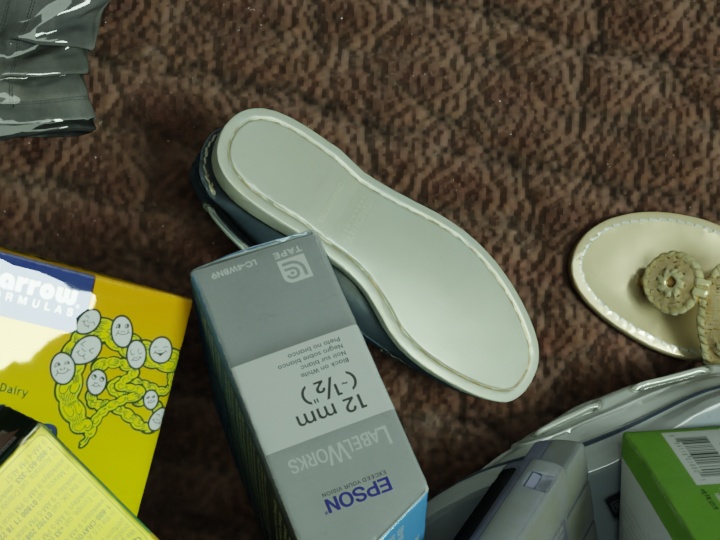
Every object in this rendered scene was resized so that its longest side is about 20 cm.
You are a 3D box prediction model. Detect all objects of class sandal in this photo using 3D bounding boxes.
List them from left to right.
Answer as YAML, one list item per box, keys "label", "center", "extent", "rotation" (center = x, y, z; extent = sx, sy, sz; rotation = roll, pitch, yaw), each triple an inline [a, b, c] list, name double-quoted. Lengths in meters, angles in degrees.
- label: "sandal"
  center: [0.216, 0.023, 0.812]
  extent: [0.212, 0.070, 0.078]
  rotation: [26, 79, -5]

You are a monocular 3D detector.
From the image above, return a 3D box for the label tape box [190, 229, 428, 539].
- label: "label tape box"
  center: [-0.011, 0.104, 0.695]
  extent: [0.066, 0.143, 0.200]
  rotation: [-20, 62, -11]

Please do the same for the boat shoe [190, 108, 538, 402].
- label: "boat shoe"
  center: [0.000, 0.000, 0.784]
  extent: [0.200, 0.062, 0.075]
  rotation: [34, 63, -12]

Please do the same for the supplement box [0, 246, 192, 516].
- label: "supplement box"
  center: [-0.166, 0.091, 0.697]
  extent: [0.109, 0.109, 0.200]
  rotation: [16, 86, -31]

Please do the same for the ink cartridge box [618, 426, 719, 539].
- label: "ink cartridge box"
  center: [0.168, 0.190, 0.709]
  extent: [0.076, 0.148, 0.200]
  rotation: [-3, 110, -5]

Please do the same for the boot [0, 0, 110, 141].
- label: "boot"
  center: [-0.139, -0.130, 0.785]
  extent: [0.200, 0.070, 0.132]
  rotation: [-4, 86, 2]

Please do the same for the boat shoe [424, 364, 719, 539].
- label: "boat shoe"
  center: [0.112, 0.105, 0.788]
  extent: [0.200, 0.065, 0.074]
  rotation: [-19, 113, 1]

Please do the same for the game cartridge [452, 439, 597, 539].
- label: "game cartridge"
  center: [0.063, 0.168, 0.671]
  extent: [0.038, 0.200, 0.130]
  rotation: [-6, 107, 26]

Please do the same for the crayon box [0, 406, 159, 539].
- label: "crayon box"
  center: [-0.116, 0.170, 0.640]
  extent: [0.127, 0.051, 0.200]
  rotation: [-47, 113, -19]
